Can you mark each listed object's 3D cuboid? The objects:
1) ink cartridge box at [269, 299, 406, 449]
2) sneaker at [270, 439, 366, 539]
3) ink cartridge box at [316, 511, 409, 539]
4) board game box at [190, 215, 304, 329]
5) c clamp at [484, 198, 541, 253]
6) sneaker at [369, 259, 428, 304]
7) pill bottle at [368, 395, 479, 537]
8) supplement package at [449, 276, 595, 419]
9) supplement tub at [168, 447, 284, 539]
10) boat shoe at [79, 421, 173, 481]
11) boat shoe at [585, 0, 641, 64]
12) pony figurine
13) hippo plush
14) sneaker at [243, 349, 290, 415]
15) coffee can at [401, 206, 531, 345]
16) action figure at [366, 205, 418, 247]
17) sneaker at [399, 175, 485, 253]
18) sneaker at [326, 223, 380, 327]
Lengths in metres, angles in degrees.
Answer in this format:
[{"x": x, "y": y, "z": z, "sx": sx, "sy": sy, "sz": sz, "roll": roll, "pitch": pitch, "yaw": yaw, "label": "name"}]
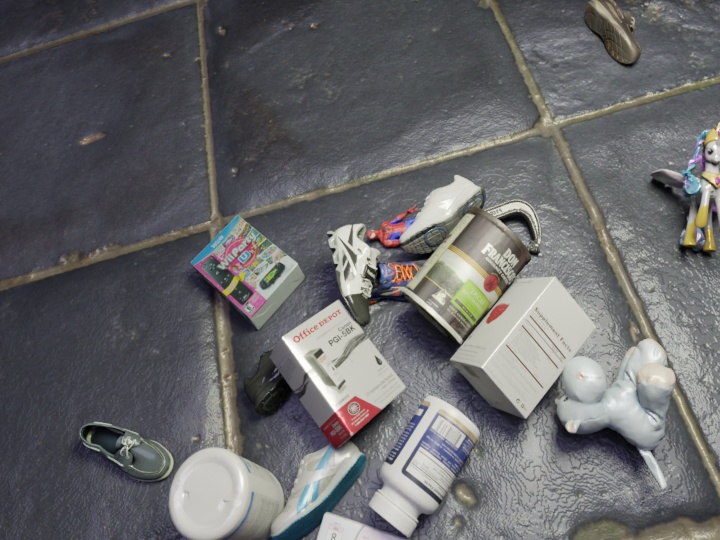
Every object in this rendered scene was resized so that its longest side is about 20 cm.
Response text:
[{"x": -0.040, "y": 0.176, "z": 0.984, "sx": 0.146, "sy": 0.083, "sz": 0.201, "roll": -31, "pitch": 76, "yaw": -37, "label": "ink cartridge box"}, {"x": -0.081, "y": 0.370, "z": 0.962, "sx": 0.080, "sy": 0.077, "sz": 0.200, "roll": 34, "pitch": 67, "yaw": 32, "label": "sneaker"}, {"x": -0.010, "y": 0.509, "z": 0.886, "sx": 0.158, "sy": 0.057, "sz": 0.204, "roll": 11, "pitch": 61, "yaw": 16, "label": "ink cartridge box"}, {"x": -0.236, "y": 0.000, "z": 1.184, "sx": 0.198, "sy": 0.065, "sz": 0.148, "roll": 36, "pitch": 75, "yaw": 26, "label": "board game box"}, {"x": 0.274, "y": -0.045, "z": 1.115, "sx": 0.196, "sy": 0.027, "sz": 0.174, "roll": -25, "pitch": 74, "yaw": 0, "label": "c clamp"}, {"x": 0.061, "y": 0.018, "z": 1.103, "sx": 0.195, "sy": 0.079, "sz": 0.077, "roll": -14, "pitch": 61, "yaw": 4, "label": "sneaker"}, {"x": 0.100, "y": 0.319, "z": 0.923, "sx": 0.110, "sy": 0.112, "sz": 0.201, "roll": 30, "pitch": 73, "yaw": 24, "label": "pill bottle"}, {"x": 0.272, "y": 0.124, "z": 0.958, "sx": 0.120, "sy": 0.121, "sz": 0.200, "roll": 46, "pitch": 76, "yaw": -10, "label": "supplement package"}, {"x": -0.209, "y": 0.370, "z": 0.910, "sx": 0.128, "sy": 0.201, "sz": 0.135, "roll": -5, "pitch": 61, "yaw": 9, "label": "supplement tub"}, {"x": -0.441, "y": 0.336, "z": 1.055, "sx": 0.196, "sy": 0.062, "sz": 0.074, "roll": 17, "pitch": 67, "yaw": 19, "label": "boat shoe"}, {"x": 0.591, "y": -0.558, "z": 1.290, "sx": 0.072, "sy": 0.075, "sz": 0.204, "roll": -20, "pitch": 62, "yaw": 1, "label": "boat shoe"}, {"x": 0.625, "y": -0.142, "z": 1.024, "sx": 0.162, "sy": 0.193, "sz": 0.206, "roll": 4, "pitch": 83, "yaw": 17, "label": "pony figurine"}, {"x": 0.395, "y": 0.205, "z": 0.906, "sx": 0.156, "sy": 0.159, "sz": 0.206, "roll": 2, "pitch": 104, "yaw": 14, "label": "hippo plush"}, {"x": -0.144, "y": 0.173, "z": 1.074, "sx": 0.199, "sy": 0.077, "sz": 0.090, "roll": -43, "pitch": 53, "yaw": -16, "label": "sneaker"}, {"x": 0.189, "y": 0.010, "z": 1.024, "sx": 0.146, "sy": 0.146, "sz": 0.201, "roll": 40, "pitch": 87, "yaw": 26, "label": "coffee can"}, {"x": 0.108, "y": -0.091, "z": 1.169, "sx": 0.195, "sy": 0.052, "sz": 0.067, "roll": -13, "pitch": 66, "yaw": 7, "label": "action figure"}, {"x": 0.153, "y": -0.109, "z": 1.119, "sx": 0.198, "sy": 0.075, "sz": 0.087, "roll": -36, "pitch": 52, "yaw": -8, "label": "sneaker"}, {"x": 0.000, "y": 0.000, "z": 1.042, "sx": 0.087, "sy": 0.074, "sz": 0.204, "roll": -20, "pitch": 67, "yaw": 10, "label": "sneaker"}]
